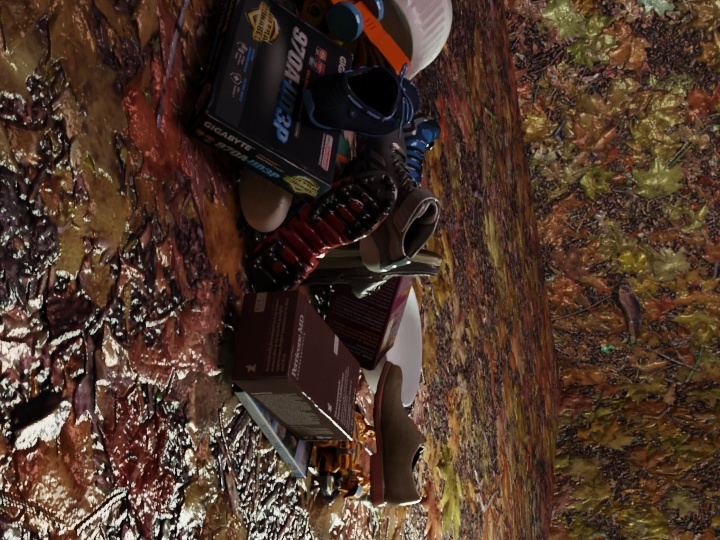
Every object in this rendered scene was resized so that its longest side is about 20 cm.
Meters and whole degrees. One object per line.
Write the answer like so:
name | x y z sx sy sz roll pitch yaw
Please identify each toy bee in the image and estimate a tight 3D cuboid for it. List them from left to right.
toy bee | -0.024 -0.309 1.140 0.130 0.108 0.203 -15 87 -44

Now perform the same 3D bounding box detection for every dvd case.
dvd case | -0.091 0.135 1.098 0.201 0.017 0.144 65 27 -46

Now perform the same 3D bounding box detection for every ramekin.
ramekin | 0.016 -0.337 1.253 0.105 0.197 0.202 -59 142 -45

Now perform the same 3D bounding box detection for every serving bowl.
serving bowl | 0.039 0.107 1.419 0.200 0.065 0.203 -5 90 -72

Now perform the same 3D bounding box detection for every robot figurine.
robot figurine | -0.020 0.228 1.199 0.200 0.057 0.147 63 27 -71

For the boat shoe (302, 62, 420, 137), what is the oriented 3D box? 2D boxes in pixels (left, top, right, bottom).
boat shoe | 0.020 -0.185 1.020 0.199 0.068 0.085 -27 96 -55

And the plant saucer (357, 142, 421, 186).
plant saucer | 0.023 -0.104 1.338 0.200 0.050 0.203 174 -90 -66

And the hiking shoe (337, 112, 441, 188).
hiking shoe | 0.052 -0.131 1.204 0.200 0.087 0.075 -41 173 -38

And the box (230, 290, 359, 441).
box | -0.067 0.111 1.037 0.200 0.074 0.101 53 38 -55

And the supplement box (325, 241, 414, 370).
supplement box | 0.020 0.016 1.240 0.110 0.085 0.203 -39 147 -69

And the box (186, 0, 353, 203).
box | -0.092 -0.194 1.000 0.158 0.046 0.202 29 51 -28

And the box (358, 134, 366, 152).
box | 0.047 -0.159 1.535 0.200 0.043 0.163 21 67 -70

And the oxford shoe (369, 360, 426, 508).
oxford shoe | 0.054 0.220 1.249 0.071 0.074 0.203 73 18 -63

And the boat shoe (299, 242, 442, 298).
boat shoe | -0.001 0.000 1.132 0.072 0.197 0.067 -53 147 -84

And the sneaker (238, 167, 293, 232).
sneaker | -0.082 -0.122 1.083 0.111 0.076 0.203 40 42 -53

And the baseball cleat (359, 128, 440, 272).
baseball cleat | 0.050 -0.096 1.075 0.069 0.105 0.203 23 63 -45

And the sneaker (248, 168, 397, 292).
sneaker | -0.040 -0.056 1.047 0.071 0.199 0.098 48 22 -15

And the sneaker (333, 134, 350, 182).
sneaker | -0.037 -0.125 1.230 0.080 0.070 0.203 -47 129 -60
